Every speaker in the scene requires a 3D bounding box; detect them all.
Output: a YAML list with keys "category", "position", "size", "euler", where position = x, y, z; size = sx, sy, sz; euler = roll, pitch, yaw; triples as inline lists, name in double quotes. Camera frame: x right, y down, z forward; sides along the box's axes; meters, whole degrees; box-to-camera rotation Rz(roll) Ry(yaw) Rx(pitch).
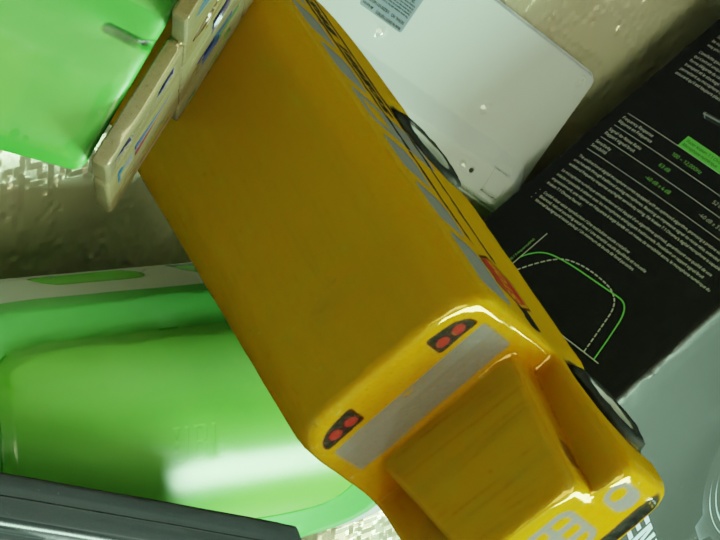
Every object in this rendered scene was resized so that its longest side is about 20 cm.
- category: "speaker"
  position: [-0.070, 0.042, 0.863]
  size: [0.200, 0.088, 0.088]
  euler: [-5, 120, -40]

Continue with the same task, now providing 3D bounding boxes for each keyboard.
- category: "keyboard"
  position: [0.004, -0.076, 0.908]
  size: [0.200, 0.011, 0.056]
  euler: [32, 89, -48]

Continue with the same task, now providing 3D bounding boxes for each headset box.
- category: "headset box"
  position: [0.130, 0.022, 1.015]
  size: [0.200, 0.093, 0.174]
  euler: [-40, 141, -15]

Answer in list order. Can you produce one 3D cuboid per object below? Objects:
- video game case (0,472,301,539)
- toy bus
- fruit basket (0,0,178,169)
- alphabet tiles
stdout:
- category: "video game case"
  position: [-0.132, 0.111, 0.823]
  size: [0.200, 0.019, 0.143]
  euler: [-34, 148, 33]
- category: "toy bus"
  position: [0.000, 0.000, 0.803]
  size: [0.065, 0.200, 0.078]
  euler: [-40, 141, 9]
- category: "fruit basket"
  position: [-0.107, -0.143, 0.672]
  size: [0.216, 0.156, 0.216]
  euler: [1, 110, 3]
- category: "alphabet tiles"
  position: [-0.011, -0.104, 0.729]
  size: [0.200, 0.006, 0.166]
  euler: [-58, -179, -6]
